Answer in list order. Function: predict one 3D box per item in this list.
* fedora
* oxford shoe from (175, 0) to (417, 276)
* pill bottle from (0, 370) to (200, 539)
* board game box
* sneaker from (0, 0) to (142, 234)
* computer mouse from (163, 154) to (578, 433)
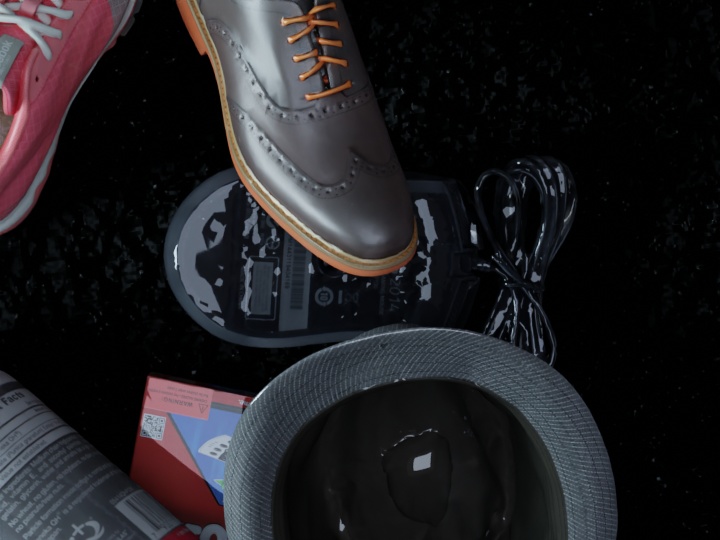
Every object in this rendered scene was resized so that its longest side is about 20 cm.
[{"bbox_3d":[0.027,0.097,0.836,0.175,0.091,0.202,-18,114,6],"label":"fedora"},{"bbox_3d":[-0.030,-0.090,0.825,0.071,0.073,0.201,-23,71,-23],"label":"oxford shoe"},{"bbox_3d":[-0.171,0.117,0.846,0.199,0.111,0.111,39,92,9],"label":"pill bottle"},{"bbox_3d":[-0.019,0.121,0.902,0.198,0.019,0.104,11,95,-2],"label":"board game box"},{"bbox_3d":[-0.154,-0.106,0.850,0.073,0.087,0.202,21,93,-4],"label":"sneaker"},{"bbox_3d":[0.000,0.000,0.882,0.198,0.053,0.140,8,95,-13],"label":"computer mouse"}]
